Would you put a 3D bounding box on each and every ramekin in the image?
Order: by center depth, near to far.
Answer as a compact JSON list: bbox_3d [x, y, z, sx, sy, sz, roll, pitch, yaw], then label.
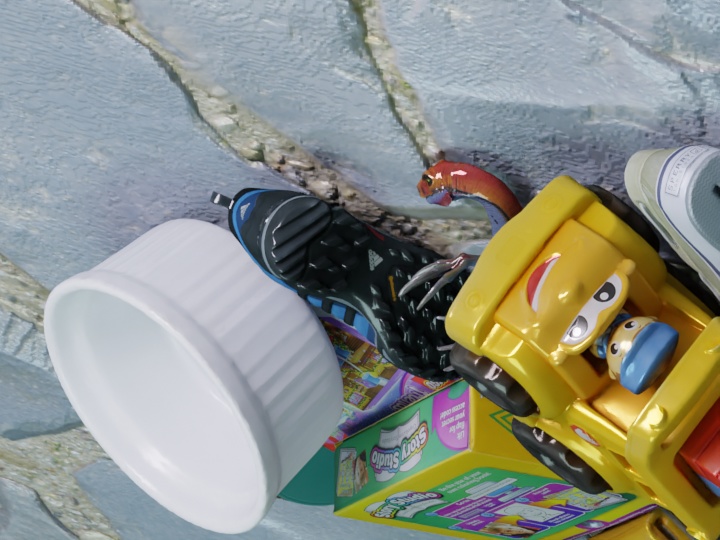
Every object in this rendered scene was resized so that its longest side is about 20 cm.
[{"bbox_3d":[-0.104,0.063,1.648,0.200,0.098,0.201,32,145,26],"label":"ramekin"}]

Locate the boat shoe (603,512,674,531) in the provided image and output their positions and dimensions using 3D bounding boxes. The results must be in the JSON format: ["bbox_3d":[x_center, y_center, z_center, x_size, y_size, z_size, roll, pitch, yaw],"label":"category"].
[{"bbox_3d":[0.205,0.211,1.822,0.074,0.067,0.200,13,152,12],"label":"boat shoe"}]

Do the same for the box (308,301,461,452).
[{"bbox_3d":[-0.018,0.062,1.722,0.136,0.039,0.200,28,152,-13],"label":"box"}]

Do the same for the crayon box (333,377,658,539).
[{"bbox_3d":[0.100,0.133,1.709,0.172,0.059,0.200,13,157,-24],"label":"crayon box"}]

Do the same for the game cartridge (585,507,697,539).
[{"bbox_3d":[0.207,0.263,1.786,0.176,0.032,0.200,45,140,-6],"label":"game cartridge"}]

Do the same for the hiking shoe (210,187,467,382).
[{"bbox_3d":[0.000,0.000,1.584,0.200,0.075,0.087,38,175,-38],"label":"hiking shoe"}]

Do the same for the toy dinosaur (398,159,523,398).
[{"bbox_3d":[0.096,0.001,1.528,0.105,0.199,0.182,36,139,41],"label":"toy dinosaur"}]

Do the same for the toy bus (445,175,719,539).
[{"bbox_3d":[0.168,0.066,1.417,0.192,0.136,0.200,35,172,44],"label":"toy bus"}]

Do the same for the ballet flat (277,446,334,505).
[{"bbox_3d":[-0.078,0.125,1.835,0.075,0.068,0.199,41,-163,35],"label":"ballet flat"}]

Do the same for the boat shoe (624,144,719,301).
[{"bbox_3d":[0.223,-0.009,1.413,0.200,0.072,0.062,45,169,-34],"label":"boat shoe"}]
